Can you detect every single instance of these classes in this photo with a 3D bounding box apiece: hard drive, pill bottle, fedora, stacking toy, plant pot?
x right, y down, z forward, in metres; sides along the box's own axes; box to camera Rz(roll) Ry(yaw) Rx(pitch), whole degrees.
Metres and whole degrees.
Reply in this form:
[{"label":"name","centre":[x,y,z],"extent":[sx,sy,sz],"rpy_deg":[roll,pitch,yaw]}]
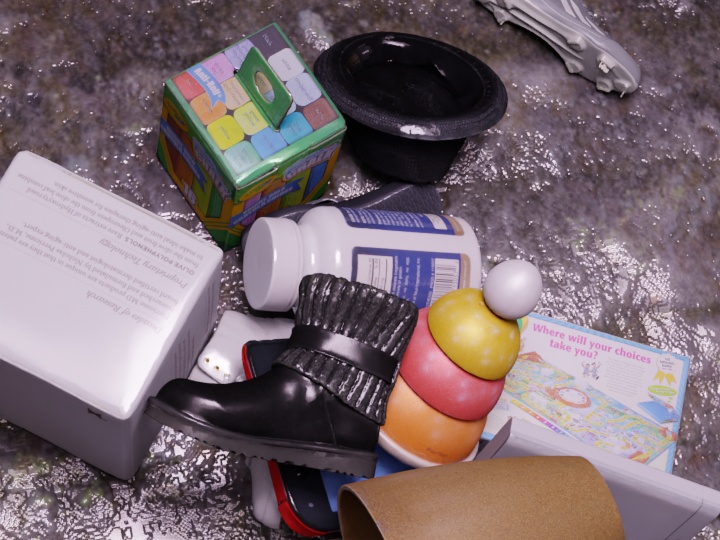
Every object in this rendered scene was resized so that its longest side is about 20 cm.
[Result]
[{"label":"hard drive","centre":[0.198,0.198,1.486],"extent":[0.199,0.132,0.027],"rpy_deg":[21,53,-8]},{"label":"pill bottle","centre":[0.000,0.000,1.531],"extent":[0.199,0.111,0.112],"rpy_deg":[4,68,-23]},{"label":"fedora","centre":[0.044,-0.147,1.606],"extent":[0.199,0.092,0.201],"rpy_deg":[5,34,-3]},{"label":"stacking toy","centre":[0.091,0.065,1.453],"extent":[0.146,0.200,0.147],"rpy_deg":[29,33,-21]},{"label":"plant pot","centre":[0.106,0.228,1.376],"extent":[0.199,0.187,0.187],"rpy_deg":[-20,74,-15]}]

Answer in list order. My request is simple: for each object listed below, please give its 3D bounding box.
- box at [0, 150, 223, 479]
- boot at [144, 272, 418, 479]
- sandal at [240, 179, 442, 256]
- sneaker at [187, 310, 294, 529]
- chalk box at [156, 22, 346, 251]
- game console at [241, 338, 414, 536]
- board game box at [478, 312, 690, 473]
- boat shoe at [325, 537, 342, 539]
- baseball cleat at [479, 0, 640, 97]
[{"label":"box","centre":[-0.243,0.044,1.450],"extent":[0.199,0.199,0.172],"rpy_deg":[26,68,3]},{"label":"boot","centre":[-0.063,0.075,1.387],"extent":[0.210,0.079,0.159],"rpy_deg":[14,86,-21]},{"label":"sandal","centre":[-0.020,-0.039,1.598],"extent":[0.199,0.077,0.043],"rpy_deg":[-14,28,-18]},{"label":"sneaker","centre":[-0.103,0.130,1.513],"extent":[0.115,0.074,0.201],"rpy_deg":[11,58,-3]},{"label":"chalk box","centre":[-0.100,-0.128,1.537],"extent":[0.124,0.200,0.125],"rpy_deg":[-31,76,-18]},{"label":"game console","centre":[-0.006,0.140,1.494],"extent":[0.199,0.031,0.178],"rpy_deg":[-1,70,-42]},{"label":"board game box","centre":[0.200,0.120,1.581],"extent":[0.199,0.034,0.135],"rpy_deg":[16,68,-3]},{"label":"boat shoe","centre":[0.013,0.260,1.487],"extent":[0.198,0.073,0.065],"rpy_deg":[0,33,-4]},{"label":"baseball cleat","centre":[0.214,-0.264,1.711],"extent":[0.199,0.070,0.107],"rpy_deg":[35,68,4]}]
